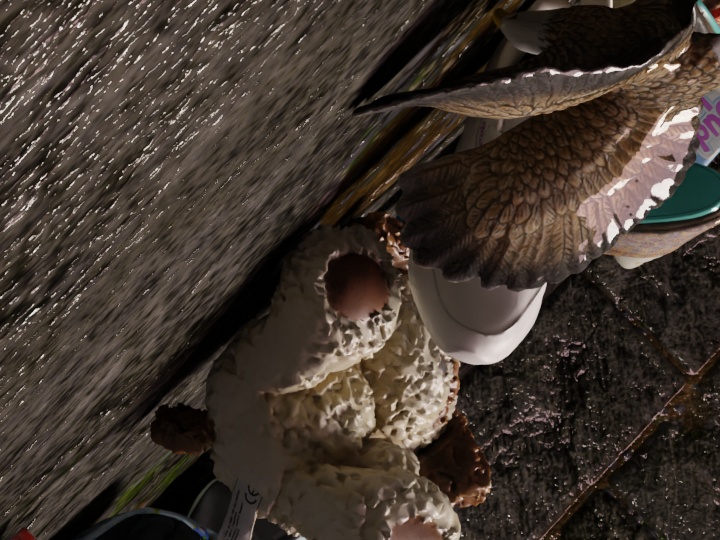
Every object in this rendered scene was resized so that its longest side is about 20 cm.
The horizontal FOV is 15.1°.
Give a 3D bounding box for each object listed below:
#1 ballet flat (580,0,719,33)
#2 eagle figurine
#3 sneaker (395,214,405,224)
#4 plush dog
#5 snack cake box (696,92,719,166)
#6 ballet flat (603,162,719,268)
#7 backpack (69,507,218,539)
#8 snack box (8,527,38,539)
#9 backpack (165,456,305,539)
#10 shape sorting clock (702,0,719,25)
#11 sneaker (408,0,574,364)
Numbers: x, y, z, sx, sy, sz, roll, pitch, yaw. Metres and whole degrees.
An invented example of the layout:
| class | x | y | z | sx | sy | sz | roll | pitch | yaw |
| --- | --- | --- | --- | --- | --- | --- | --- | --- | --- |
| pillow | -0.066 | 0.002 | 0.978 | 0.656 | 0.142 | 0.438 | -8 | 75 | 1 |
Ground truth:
| class | x | y | z | sx | sy | sz | roll | pitch | yaw |
| --- | --- | --- | --- | --- | --- | --- | --- | --- | --- |
| ballet flat | 0.146 | -0.147 | 1.423 | 0.068 | 0.068 | 0.200 | -37 | 158 | 0 |
| eagle figurine | 0.103 | -0.088 | 1.279 | 0.200 | 0.152 | 0.151 | -49 | -164 | -19 |
| sneaker | 0.071 | -0.036 | 1.652 | 0.200 | 0.075 | 0.087 | -46 | -177 | -29 |
| plush dog | -0.006 | 0.065 | 1.484 | 0.160 | 0.201 | 0.171 | -7 | -170 | 39 |
| snack cake box | 0.218 | -0.149 | 1.695 | 0.200 | 0.115 | 0.067 | -50 | 174 | 36 |
| ballet flat | 0.149 | -0.034 | 1.715 | 0.068 | 0.199 | 0.067 | -65 | 147 | -35 |
| backpack | -0.152 | 0.231 | 1.599 | 0.200 | 0.163 | 0.154 | -52 | -177 | -3 |
| snack box | -0.238 | 0.241 | 1.387 | 0.200 | 0.068 | 0.169 | -43 | 174 | -34 |
| backpack | -0.103 | 0.230 | 1.947 | 0.200 | 0.151 | 0.177 | -43 | 177 | 27 |
| shape sorting clock | 0.228 | -0.164 | 1.539 | 0.199 | 0.039 | 0.200 | -6 | 165 | -2 |
| sneaker | 0.073 | -0.051 | 1.401 | 0.100 | 0.074 | 0.201 | 100 | 4 | -68 |
